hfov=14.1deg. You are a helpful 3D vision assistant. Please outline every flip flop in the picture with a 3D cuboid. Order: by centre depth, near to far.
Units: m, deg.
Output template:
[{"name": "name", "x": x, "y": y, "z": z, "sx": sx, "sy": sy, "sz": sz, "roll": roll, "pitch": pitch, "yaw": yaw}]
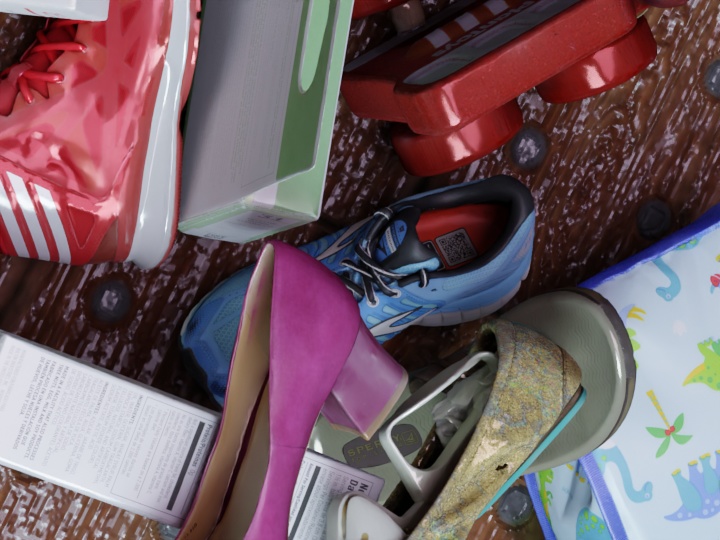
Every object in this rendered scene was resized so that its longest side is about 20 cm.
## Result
[{"name": "flip flop", "x": 0.047, "y": 0.069, "z": 1.411, "sx": 0.058, "sy": 0.199, "sz": 0.081, "roll": -20, "pitch": 89, "yaw": -58}]

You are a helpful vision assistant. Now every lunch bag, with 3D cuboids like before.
[{"name": "lunch bag", "x": 0.170, "y": 0.078, "z": 1.488, "sx": 0.170, "sy": 0.127, "sz": 0.201, "roll": -28, "pitch": 115, "yaw": -16}]

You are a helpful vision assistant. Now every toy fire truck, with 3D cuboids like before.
[{"name": "toy fire truck", "x": 0.087, "y": -0.123, "z": 1.405, "sx": 0.200, "sy": 0.168, "sz": 0.112, "roll": -28, "pitch": 107, "yaw": -16}]

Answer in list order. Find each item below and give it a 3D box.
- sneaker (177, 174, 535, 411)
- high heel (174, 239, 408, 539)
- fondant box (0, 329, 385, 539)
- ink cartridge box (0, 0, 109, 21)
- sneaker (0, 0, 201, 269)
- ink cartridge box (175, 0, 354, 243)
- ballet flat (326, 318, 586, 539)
[{"name": "sneaker", "x": 0.000, "y": 0.000, "z": 1.418, "sx": 0.200, "sy": 0.090, "sz": 0.079, "roll": -27, "pitch": 73, "yaw": -22}, {"name": "high heel", "x": -0.064, "y": 0.086, "z": 1.269, "sx": 0.096, "sy": 0.067, "sz": 0.200, "roll": 48, "pitch": 62, "yaw": -29}, {"name": "fondant box", "x": -0.108, "y": 0.081, "z": 1.366, "sx": 0.199, "sy": 0.144, "sz": 0.058, "roll": 24, "pitch": 86, "yaw": -23}, {"name": "ink cartridge box", "x": -0.173, "y": -0.150, "z": 1.288, "sx": 0.199, "sy": 0.117, "sz": 0.068, "roll": 6, "pitch": 93, "yaw": 2}, {"name": "sneaker", "x": -0.141, "y": -0.098, "z": 1.366, "sx": 0.115, "sy": 0.078, "sz": 0.201, "roll": -2, "pitch": 96, "yaw": -23}, {"name": "ink cartridge box", "x": -0.028, "y": -0.096, "z": 1.332, "sx": 0.048, "sy": 0.200, "sz": 0.146, "roll": 13, "pitch": 79, "yaw": -22}, {"name": "ballet flat", "x": 0.024, "y": 0.105, "z": 1.317, "sx": 0.071, "sy": 0.071, "sz": 0.200, "roll": 44, "pitch": 73, "yaw": -21}]
